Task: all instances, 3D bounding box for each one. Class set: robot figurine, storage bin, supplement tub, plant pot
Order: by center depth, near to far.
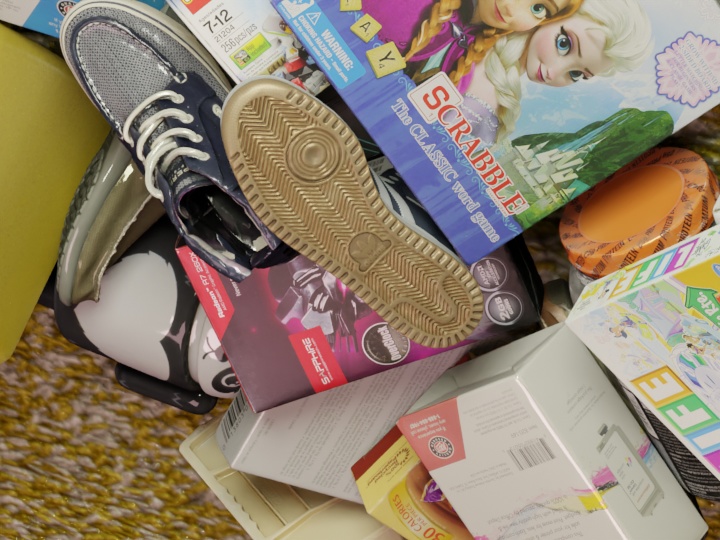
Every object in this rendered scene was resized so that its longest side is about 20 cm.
[{"bbox_3d":[0.203,0.032,1.534,0.122,0.123,0.200,-4,130,39],"label":"supplement tub"},{"bbox_3d":[-0.299,-0.085,1.659,0.200,0.200,0.176,18,163,18],"label":"plant pot"},{"bbox_3d":[-0.130,0.012,1.750,0.200,0.125,0.150,20,163,17],"label":"robot figurine"},{"bbox_3d":[-0.028,0.214,1.869,0.199,0.094,0.200,43,161,49],"label":"storage bin"}]

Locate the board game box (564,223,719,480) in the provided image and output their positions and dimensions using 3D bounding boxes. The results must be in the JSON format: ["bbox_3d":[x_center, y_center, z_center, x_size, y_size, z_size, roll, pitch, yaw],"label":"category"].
[{"bbox_3d":[0.227,0.067,1.423,0.200,0.034,0.134,44,143,-14],"label":"board game box"}]

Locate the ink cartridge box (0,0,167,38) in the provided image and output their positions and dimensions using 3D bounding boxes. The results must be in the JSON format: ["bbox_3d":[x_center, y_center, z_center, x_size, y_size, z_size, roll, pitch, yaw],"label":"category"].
[{"bbox_3d":[-0.192,-0.240,1.542,0.146,0.086,0.200,18,140,17],"label":"ink cartridge box"}]

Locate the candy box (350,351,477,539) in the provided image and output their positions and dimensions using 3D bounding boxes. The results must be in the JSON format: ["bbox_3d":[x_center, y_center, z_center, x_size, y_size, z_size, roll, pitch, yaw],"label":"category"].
[{"bbox_3d":[0.105,0.153,1.714,0.200,0.056,0.117,36,107,-30],"label":"candy box"}]

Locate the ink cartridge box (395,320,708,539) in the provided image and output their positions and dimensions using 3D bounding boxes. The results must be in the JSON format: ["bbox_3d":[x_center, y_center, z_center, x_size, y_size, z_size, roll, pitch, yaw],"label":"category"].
[{"bbox_3d":[0.128,0.142,1.581,0.116,0.067,0.200,-24,103,46],"label":"ink cartridge box"}]

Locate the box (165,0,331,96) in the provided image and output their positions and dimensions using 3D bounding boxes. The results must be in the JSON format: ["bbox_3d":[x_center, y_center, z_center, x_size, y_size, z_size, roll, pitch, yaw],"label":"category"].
[{"bbox_3d":[-0.005,-0.182,1.422,0.200,0.035,0.110,-37,111,13],"label":"box"}]

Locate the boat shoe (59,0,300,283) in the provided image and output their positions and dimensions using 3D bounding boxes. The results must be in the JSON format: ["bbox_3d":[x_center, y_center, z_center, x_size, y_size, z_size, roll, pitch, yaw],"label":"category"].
[{"bbox_3d":[-0.106,-0.078,1.502,0.200,0.093,0.075,43,108,-2],"label":"boat shoe"}]

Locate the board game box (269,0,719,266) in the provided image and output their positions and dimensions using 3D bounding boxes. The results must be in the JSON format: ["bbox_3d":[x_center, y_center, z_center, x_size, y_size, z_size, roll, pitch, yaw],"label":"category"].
[{"bbox_3d":[0.085,-0.133,1.407,0.199,0.041,0.200,-34,115,10],"label":"board game box"}]

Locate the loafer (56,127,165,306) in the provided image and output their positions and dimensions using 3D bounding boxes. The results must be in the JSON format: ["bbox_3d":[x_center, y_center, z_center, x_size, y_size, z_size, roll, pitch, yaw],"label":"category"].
[{"bbox_3d":[-0.137,-0.060,1.656,0.070,0.075,0.200,24,105,-13],"label":"loafer"}]

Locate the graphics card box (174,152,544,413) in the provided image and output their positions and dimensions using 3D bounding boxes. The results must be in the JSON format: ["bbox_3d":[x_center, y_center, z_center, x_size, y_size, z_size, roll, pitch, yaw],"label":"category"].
[{"bbox_3d":[0.000,0.000,1.585,0.200,0.051,0.126,-18,110,15],"label":"graphics card box"}]

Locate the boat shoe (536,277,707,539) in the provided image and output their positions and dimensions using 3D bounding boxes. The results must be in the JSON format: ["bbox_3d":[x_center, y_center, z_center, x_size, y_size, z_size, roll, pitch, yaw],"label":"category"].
[{"bbox_3d":[0.149,0.103,1.629,0.074,0.076,0.200,-26,107,8],"label":"boat shoe"}]

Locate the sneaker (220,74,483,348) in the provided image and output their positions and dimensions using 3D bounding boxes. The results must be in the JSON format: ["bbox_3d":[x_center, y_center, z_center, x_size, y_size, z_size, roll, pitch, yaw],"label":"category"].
[{"bbox_3d":[-0.013,-0.046,1.467,0.070,0.109,0.200,-40,115,8],"label":"sneaker"}]

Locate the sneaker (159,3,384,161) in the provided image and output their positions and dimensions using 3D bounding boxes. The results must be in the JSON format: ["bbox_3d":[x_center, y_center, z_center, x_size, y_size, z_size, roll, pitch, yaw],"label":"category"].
[{"bbox_3d":[-0.034,-0.115,1.595,0.200,0.075,0.079,32,134,-14],"label":"sneaker"}]

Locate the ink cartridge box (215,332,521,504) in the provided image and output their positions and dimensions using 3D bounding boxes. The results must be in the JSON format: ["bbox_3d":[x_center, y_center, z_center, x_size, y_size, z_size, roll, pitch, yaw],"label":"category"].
[{"bbox_3d":[0.028,0.084,1.709,0.200,0.057,0.163,16,118,-29],"label":"ink cartridge box"}]

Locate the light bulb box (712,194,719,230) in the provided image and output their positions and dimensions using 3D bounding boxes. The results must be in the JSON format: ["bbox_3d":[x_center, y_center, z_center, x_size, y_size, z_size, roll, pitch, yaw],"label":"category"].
[{"bbox_3d":[0.324,0.007,1.416,0.198,0.125,0.200,3,133,34],"label":"light bulb box"}]
